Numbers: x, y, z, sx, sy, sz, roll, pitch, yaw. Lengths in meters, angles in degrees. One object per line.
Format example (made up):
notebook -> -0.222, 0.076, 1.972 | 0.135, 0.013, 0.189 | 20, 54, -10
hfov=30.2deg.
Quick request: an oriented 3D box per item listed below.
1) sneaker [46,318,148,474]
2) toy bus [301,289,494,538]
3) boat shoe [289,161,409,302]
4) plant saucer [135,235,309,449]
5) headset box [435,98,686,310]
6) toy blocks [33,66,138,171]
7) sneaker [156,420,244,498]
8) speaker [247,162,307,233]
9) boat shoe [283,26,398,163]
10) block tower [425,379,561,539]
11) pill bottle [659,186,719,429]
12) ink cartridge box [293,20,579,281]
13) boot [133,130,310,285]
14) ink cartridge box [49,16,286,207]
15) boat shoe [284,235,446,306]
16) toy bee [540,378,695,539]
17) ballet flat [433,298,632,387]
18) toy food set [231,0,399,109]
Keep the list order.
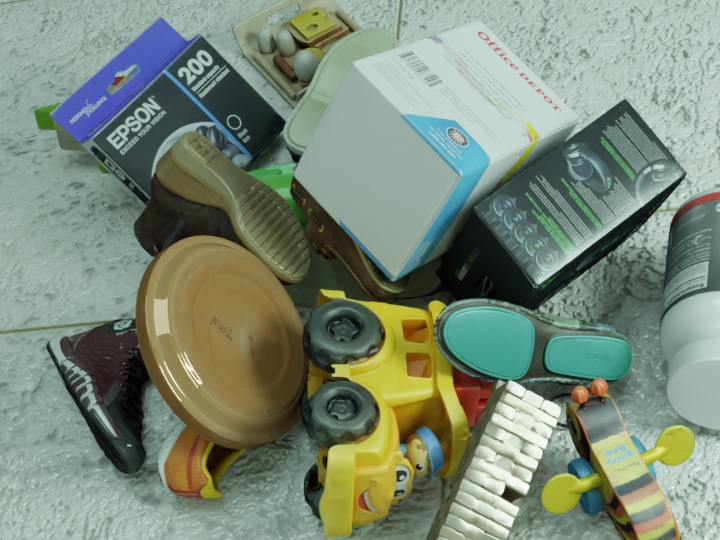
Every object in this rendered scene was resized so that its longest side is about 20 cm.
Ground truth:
sneaker -> -0.224, 0.104, 1.305 | 0.115, 0.076, 0.200 | -28, 44, -16
toy bus -> 0.042, 0.125, 1.175 | 0.189, 0.137, 0.202 | 2, 45, -4
boat shoe -> -0.014, -0.039, 1.308 | 0.068, 0.071, 0.201 | -49, 48, 25
plant saucer -> -0.117, 0.061, 1.216 | 0.032, 0.200, 0.202 | -28, 33, 36
headset box -> 0.175, -0.038, 1.236 | 0.199, 0.174, 0.093 | -35, 79, -19
toy blocks -> -0.273, -0.197, 1.622 | 0.197, 0.101, 0.137 | 6, 36, 21
sneaker -> -0.118, 0.127, 1.256 | 0.076, 0.073, 0.202 | 8, 60, 24
speaker -> -0.057, -0.069, 1.418 | 0.197, 0.089, 0.089 | -6, 44, 11
boat shoe -> -0.022, -0.196, 1.547 | 0.074, 0.066, 0.201 | 25, 64, 10
block tower -> 0.100, 0.184, 1.085 | 0.054, 0.058, 0.202 | 27, 69, -3
pill bottle -> 0.323, 0.032, 1.174 | 0.114, 0.117, 0.201 | 1, 46, 18
ink cartridge box -> 0.072, -0.117, 1.249 | 0.147, 0.147, 0.199 | 47, 43, 16
boot -> -0.144, -0.030, 1.372 | 0.200, 0.167, 0.072 | 48, 48, 11
ink cartridge box -> -0.213, -0.172, 1.515 | 0.200, 0.043, 0.199 | 43, 60, -5
boat shoe -> 0.000, 0.000, 1.366 | 0.197, 0.074, 0.063 | 1, 3, 25
toy bee -> 0.196, 0.150, 1.100 | 0.130, 0.109, 0.199 | -37, 48, -21
ballet flat -> 0.142, 0.065, 1.174 | 0.198, 0.075, 0.075 | 14, 38, -23
toy food set -> -0.058, -0.286, 1.655 | 0.142, 0.061, 0.200 | -29, 45, -12
